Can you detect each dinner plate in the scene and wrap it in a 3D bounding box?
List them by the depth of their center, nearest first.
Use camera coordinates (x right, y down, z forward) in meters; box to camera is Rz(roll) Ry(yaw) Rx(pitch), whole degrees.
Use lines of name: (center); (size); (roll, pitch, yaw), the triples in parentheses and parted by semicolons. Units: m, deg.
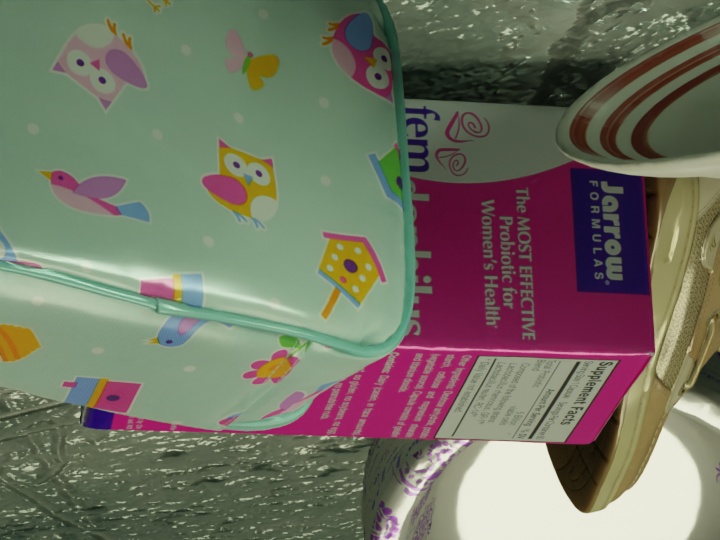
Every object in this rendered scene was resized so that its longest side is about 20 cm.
dinner plate: (0.160, -0.066, 0.879); (0.200, 0.024, 0.200); (-19, -164, 6)

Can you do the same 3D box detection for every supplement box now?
supplement box: (0.000, 0.000, 1.020); (0.200, 0.101, 0.103); (2, 157, -10)

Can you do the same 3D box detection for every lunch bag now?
lunch bag: (-0.079, -0.041, 0.846); (0.200, 0.161, 0.077); (13, 146, -30)

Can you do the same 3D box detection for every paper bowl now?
paper bowl: (0.099, 0.106, 1.268); (0.200, 0.104, 0.201); (-2, 121, -4)

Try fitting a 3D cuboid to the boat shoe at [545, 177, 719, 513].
boat shoe: (0.122, 0.022, 1.117); (0.064, 0.071, 0.200); (-9, 137, -22)
